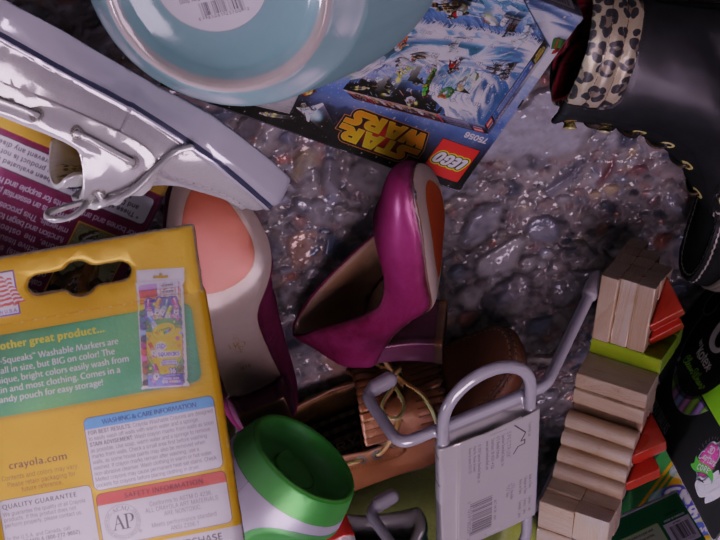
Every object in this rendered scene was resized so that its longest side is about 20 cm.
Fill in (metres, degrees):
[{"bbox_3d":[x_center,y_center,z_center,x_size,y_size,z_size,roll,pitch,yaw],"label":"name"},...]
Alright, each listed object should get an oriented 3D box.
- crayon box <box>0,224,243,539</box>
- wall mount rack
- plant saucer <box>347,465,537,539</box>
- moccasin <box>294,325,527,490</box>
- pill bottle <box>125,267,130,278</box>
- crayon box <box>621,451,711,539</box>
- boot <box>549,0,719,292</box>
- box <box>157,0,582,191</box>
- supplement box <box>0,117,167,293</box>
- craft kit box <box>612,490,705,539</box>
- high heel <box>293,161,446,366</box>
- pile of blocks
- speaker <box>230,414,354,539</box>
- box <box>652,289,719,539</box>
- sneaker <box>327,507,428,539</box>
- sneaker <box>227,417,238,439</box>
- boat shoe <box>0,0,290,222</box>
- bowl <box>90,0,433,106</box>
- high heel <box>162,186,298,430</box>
[{"bbox_3d":[-0.134,0.081,1.155,0.125,0.052,0.201,-10,101,-10],"label":"crayon box"},{"bbox_3d":[0.087,0.093,1.342,0.173,0.075,0.201,-21,140,-17],"label":"wall mount rack"},{"bbox_3d":[0.023,0.187,1.533,0.199,0.031,0.201,-6,132,-7],"label":"plant saucer"},{"bbox_3d":[0.012,0.087,1.415,0.201,0.074,0.078,-21,141,18],"label":"moccasin"},{"bbox_3d":[-0.149,0.095,1.294,0.109,0.201,0.110,-6,133,-6],"label":"pill bottle"},{"bbox_3d":[0.239,0.165,1.543,0.125,0.052,0.201,-8,134,-5],"label":"crayon box"},{"bbox_3d":[0.177,-0.080,1.294,0.153,0.074,0.204,6,130,-13],"label":"boot"},{"bbox_3d":[0.004,-0.132,1.228,0.199,0.040,0.137,18,125,-26],"label":"box"},{"bbox_3d":[-0.210,-0.006,1.212,0.131,0.103,0.201,24,99,-30],"label":"supplement box"},{"bbox_3d":[0.100,0.230,1.467,0.199,0.049,0.198,-17,158,-40],"label":"craft kit box"},{"bbox_3d":[0.000,0.000,1.296,0.096,0.068,0.200,4,145,6],"label":"high heel"},{"bbox_3d":[0.165,0.085,1.362,0.062,0.082,0.201,17,98,18],"label":"pile of blocks"},{"bbox_3d":[-0.088,0.181,1.332,0.088,0.089,0.200,24,117,-29],"label":"speaker"},{"bbox_3d":[0.274,0.087,1.345,0.124,0.200,0.149,31,106,-19],"label":"box"},{"bbox_3d":[-0.047,0.185,1.438,0.199,0.071,0.094,-2,138,-22],"label":"sneaker"},{"bbox_3d":[-0.147,0.157,1.428,0.077,0.089,0.200,22,125,-29],"label":"sneaker"},{"bbox_3d":[-0.134,-0.062,1.122,0.201,0.075,0.086,29,88,-27],"label":"boat shoe"},{"bbox_3d":[-0.058,-0.161,1.097,0.200,0.105,0.202,5,122,9],"label":"bowl"},{"bbox_3d":[-0.084,0.015,1.352,0.067,0.096,0.201,-14,112,-6],"label":"high heel"}]
